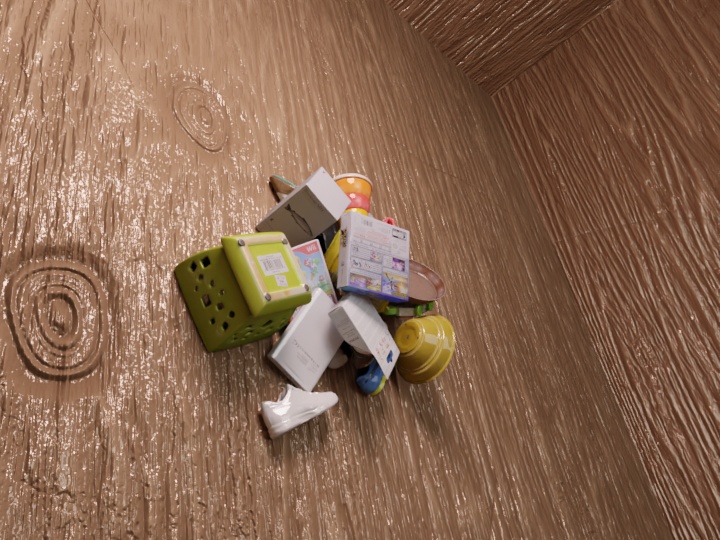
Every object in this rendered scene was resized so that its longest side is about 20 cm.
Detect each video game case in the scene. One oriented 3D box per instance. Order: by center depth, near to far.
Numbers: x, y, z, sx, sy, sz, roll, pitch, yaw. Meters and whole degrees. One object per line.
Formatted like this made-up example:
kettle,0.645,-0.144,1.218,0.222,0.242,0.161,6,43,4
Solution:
video game case,-0.126,0.043,1.325,0.142,0.017,0.202,-23,99,-38
video game case,0.034,-0.028,1.377,0.199,0.045,0.183,15,69,-39

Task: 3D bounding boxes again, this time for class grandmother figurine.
grandmother figurine,-0.043,0.167,1.428,0.122,0.060,0.201,58,31,-26

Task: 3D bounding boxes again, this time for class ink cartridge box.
ink cartridge box,0.013,0.148,1.346,0.201,0.047,0.160,60,21,-6

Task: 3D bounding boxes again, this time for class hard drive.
hard drive,-0.110,0.157,1.292,0.132,0.027,0.201,50,56,-24

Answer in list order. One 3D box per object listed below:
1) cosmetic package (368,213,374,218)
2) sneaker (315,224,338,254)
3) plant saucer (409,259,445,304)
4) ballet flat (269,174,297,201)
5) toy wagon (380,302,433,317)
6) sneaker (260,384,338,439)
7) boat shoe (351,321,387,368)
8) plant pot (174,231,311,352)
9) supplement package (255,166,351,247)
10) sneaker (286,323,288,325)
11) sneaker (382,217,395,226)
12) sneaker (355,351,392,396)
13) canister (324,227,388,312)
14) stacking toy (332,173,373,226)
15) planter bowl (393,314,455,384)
cosmetic package,0.001,-0.080,1.675,0.113,0.081,0.201,37,37,-29
sneaker,-0.108,-0.108,1.569,0.104,0.060,0.201,-15,78,-61
plant saucer,0.142,0.033,1.605,0.198,0.035,0.201,15,32,-9
ballet flat,-0.165,-0.187,1.538,0.198,0.068,0.073,25,83,-4
toy wagon,0.106,0.101,1.606,0.199,0.154,0.040,-15,110,-55
sneaker,-0.127,0.277,1.208,0.199,0.075,0.089,-12,68,-54
boat shoe,0.020,0.179,1.436,0.071,0.060,0.200,17,20,7
plant pot,-0.229,0.029,1.178,0.199,0.181,0.200,-11,72,-55
supplement package,-0.142,-0.141,1.420,0.117,0.199,0.118,48,33,-12
sneaker,-0.142,0.065,1.365,0.073,0.071,0.200,54,32,-5
sneaker,0.069,-0.070,1.585,0.073,0.087,0.201,12,45,-14
sneaker,0.033,0.227,1.469,0.078,0.066,0.201,41,36,-17
canister,0.000,0.000,1.473,0.199,0.087,0.149,31,79,-6
stacking toy,-0.026,-0.156,1.595,0.145,0.146,0.202,22,50,-43
planter bowl,0.147,0.192,1.519,0.083,0.199,0.202,36,38,-36
